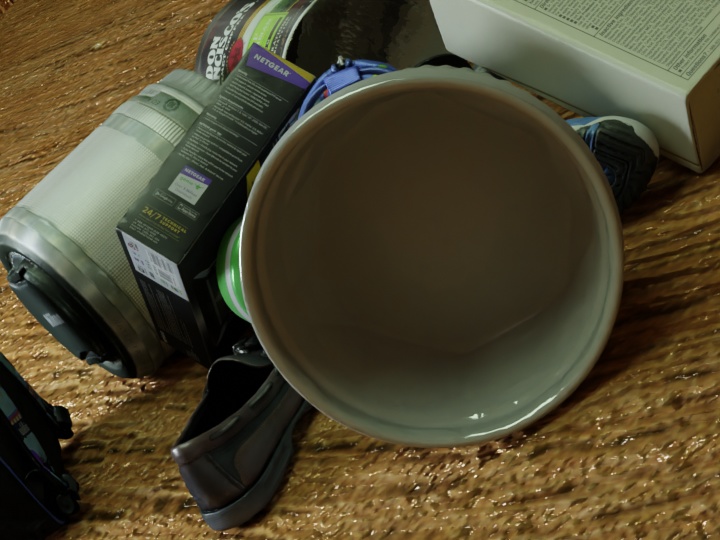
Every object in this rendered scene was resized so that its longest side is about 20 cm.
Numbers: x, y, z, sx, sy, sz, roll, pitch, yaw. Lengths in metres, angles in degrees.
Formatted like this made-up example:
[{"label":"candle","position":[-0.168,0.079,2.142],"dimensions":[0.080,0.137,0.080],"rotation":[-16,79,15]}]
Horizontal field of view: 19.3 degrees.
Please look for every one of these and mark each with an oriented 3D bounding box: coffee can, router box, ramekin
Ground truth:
[{"label":"coffee can","position":[-0.027,-0.147,1.610],"dimensions":[0.146,0.146,0.200],"rotation":[-44,20,-14]},{"label":"router box","position":[-0.086,-0.038,1.423],"dimensions":[0.157,0.052,0.200],"rotation":[-55,-15,-18]},{"label":"ramekin","position":[0.040,-0.016,1.127],"dimensions":[0.200,0.200,0.105],"rotation":[-35,10,13]}]

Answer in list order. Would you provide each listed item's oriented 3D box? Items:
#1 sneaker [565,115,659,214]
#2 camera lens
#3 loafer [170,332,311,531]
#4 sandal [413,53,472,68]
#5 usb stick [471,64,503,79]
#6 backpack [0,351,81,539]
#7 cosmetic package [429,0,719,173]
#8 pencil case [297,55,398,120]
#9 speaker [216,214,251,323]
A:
[{"label":"sneaker","position":[0.104,-0.061,1.277],"dimensions":[0.200,0.076,0.077],"rotation":[-18,29,49]},{"label":"camera lens","position":[-0.159,-0.032,1.577],"dimensions":[0.200,0.160,0.160],"rotation":[-46,20,-17]},{"label":"loafer","position":[-0.070,0.078,1.313],"dimensions":[0.072,0.063,0.200],"rotation":[-30,22,24]},{"label":"sandal","position":[0.022,-0.062,1.448],"dimensions":[0.200,0.075,0.045],"rotation":[-52,15,-11]},{"label":"usb stick","position":[0.029,-0.073,1.503],"dimensions":[0.200,0.033,0.055],"rotation":[-45,-1,-13]},{"label":"backpack","position":[-0.303,0.108,1.476],"dimensions":[0.134,0.200,0.183],"rotation":[-38,20,3]},{"label":"cosmetic package","position":[0.148,-0.150,1.255],"dimensions":[0.200,0.073,0.104],"rotation":[31,68,35]},{"label":"pencil case","position":[0.015,-0.086,1.324],"dimensions":[0.078,0.087,0.200],"rotation":[-15,-3,11]},{"label":"speaker","position":[0.000,0.000,1.287],"dimensions":[0.200,0.089,0.089],"rotation":[2,44,48]}]
